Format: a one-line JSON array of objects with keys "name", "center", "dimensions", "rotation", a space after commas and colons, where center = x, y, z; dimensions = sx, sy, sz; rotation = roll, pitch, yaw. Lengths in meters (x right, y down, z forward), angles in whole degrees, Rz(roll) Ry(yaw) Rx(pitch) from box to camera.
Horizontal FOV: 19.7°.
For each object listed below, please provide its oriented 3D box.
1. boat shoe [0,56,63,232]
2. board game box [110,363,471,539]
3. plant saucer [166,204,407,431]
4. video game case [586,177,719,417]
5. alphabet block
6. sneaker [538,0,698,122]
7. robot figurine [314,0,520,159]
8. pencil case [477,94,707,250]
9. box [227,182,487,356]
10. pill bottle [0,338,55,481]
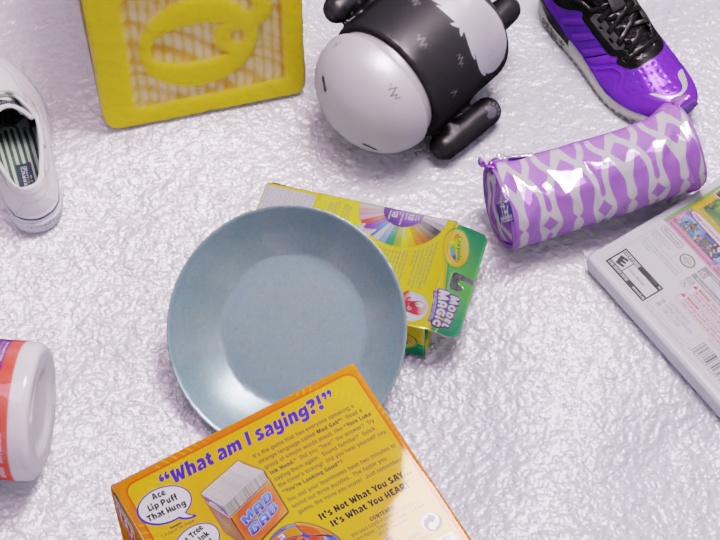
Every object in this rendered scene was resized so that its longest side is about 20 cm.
[{"name": "boat shoe", "center": [-0.306, -0.129, 1.828], "dimensions": [0.073, 0.067, 0.201], "rotation": [-21, 58, -13]}, {"name": "board game box", "center": [-0.039, 0.233, 1.495], "dimensions": [0.199, 0.200, 0.200], "rotation": [-26, 59, -15]}, {"name": "plant saucer", "center": [-0.057, 0.048, 1.686], "dimensions": [0.200, 0.039, 0.203], "rotation": [-1, 87, 11]}, {"name": "video game case", "center": [0.321, 0.018, 1.742], "dimensions": [0.181, 0.022, 0.200], "rotation": [-30, 59, -17]}, {"name": "alphabet block", "center": [-0.163, -0.276, 1.849], "dimensions": [0.194, 0.197, 0.201], "rotation": [-12, 56, -5]}, {"name": "sneaker", "center": [0.227, -0.218, 1.856], "dimensions": [0.069, 0.100, 0.200], "rotation": [-32, 60, -17]}, {"name": "robot figurine", "center": [0.049, -0.191, 1.831], "dimensions": [0.150, 0.125, 0.200], "rotation": [34, 62, 28]}, {"name": "pencil case", "center": [0.197, -0.083, 1.774], "dimensions": [0.199, 0.084, 0.086], "rotation": [-17, 94, -12]}, {"name": "box", "center": [0.000, 0.000, 1.747], "dimensions": [0.199, 0.048, 0.118], "rotation": [12, 57, 12]}, {"name": "pill bottle", "center": [-0.350, 0.106, 1.642], "dimensions": [0.198, 0.112, 0.112], "rotation": [3, 56, 4]}]
